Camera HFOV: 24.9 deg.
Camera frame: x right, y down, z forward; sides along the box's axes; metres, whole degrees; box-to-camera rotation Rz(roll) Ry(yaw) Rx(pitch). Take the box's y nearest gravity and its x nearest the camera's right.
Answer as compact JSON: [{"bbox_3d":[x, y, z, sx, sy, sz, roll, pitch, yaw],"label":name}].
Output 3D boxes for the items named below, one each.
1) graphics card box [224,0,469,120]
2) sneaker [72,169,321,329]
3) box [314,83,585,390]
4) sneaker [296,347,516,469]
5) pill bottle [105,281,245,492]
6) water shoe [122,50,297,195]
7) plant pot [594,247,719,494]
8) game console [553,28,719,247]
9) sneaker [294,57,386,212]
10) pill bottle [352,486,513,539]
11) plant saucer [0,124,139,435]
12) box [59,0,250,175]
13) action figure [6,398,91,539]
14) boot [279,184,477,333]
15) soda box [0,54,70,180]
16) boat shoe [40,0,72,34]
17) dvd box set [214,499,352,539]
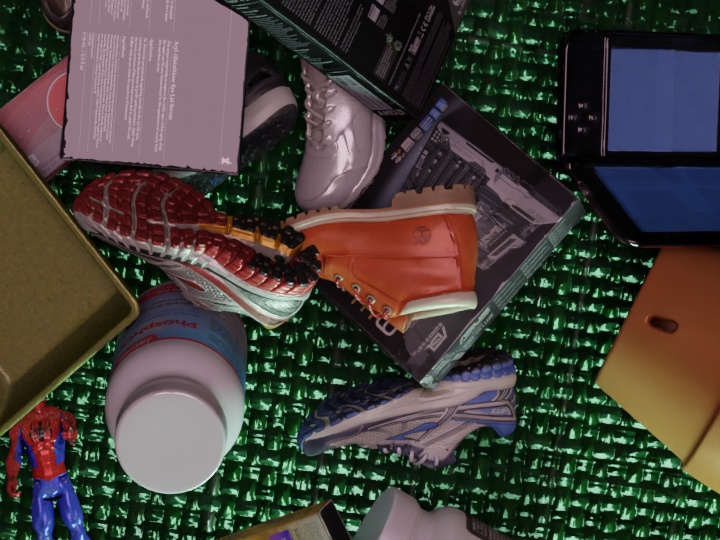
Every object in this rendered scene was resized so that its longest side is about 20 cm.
[{"bbox_3d":[-0.011,-0.219,1.260,0.199,0.051,0.127,32,73,-33],"label":"graphics card box"},{"bbox_3d":[-0.134,-0.010,1.270,0.198,0.078,0.083,25,133,-2],"label":"sneaker"},{"bbox_3d":[0.064,-0.028,1.356,0.158,0.050,0.200,42,91,20],"label":"box"},{"bbox_3d":[0.045,0.135,1.390,0.197,0.077,0.086,-16,101,-3],"label":"sneaker"},{"bbox_3d":[-0.145,0.092,1.287,0.107,0.200,0.110,-1,110,-3],"label":"pill bottle"},{"bbox_3d":[-0.147,-0.106,1.361,0.199,0.072,0.079,-31,70,-1],"label":"water shoe"},{"bbox_3d":[0.286,0.064,1.357,0.139,0.200,0.202,28,92,9],"label":"plant pot"},{"bbox_3d":[0.272,-0.111,1.340,0.197,0.118,0.175,-1,96,-24],"label":"game console"},{"bbox_3d":[-0.022,-0.146,1.338,0.099,0.077,0.202,23,84,-45],"label":"sneaker"},{"bbox_3d":[0.090,0.272,1.386,0.199,0.116,0.117,30,92,-7],"label":"pill bottle"},{"bbox_3d":[-0.290,0.001,1.321,0.199,0.048,0.201,-38,92,27],"label":"plant saucer"},{"bbox_3d":[-0.155,-0.180,1.273,0.139,0.079,0.203,5,93,-2],"label":"box"},{"bbox_3d":[-0.257,0.192,1.357,0.064,0.099,0.203,-10,94,-5],"label":"action figure"},{"bbox_3d":[0.000,0.000,1.305,0.197,0.075,0.109,-9,85,16],"label":"boot"},{"bbox_3d":[-0.205,-0.160,1.341,0.199,0.063,0.070,-38,96,-2],"label":"soda box"},{"bbox_3d":[-0.236,-0.296,1.324,0.072,0.065,0.203,-4,95,-3],"label":"boat shoe"},{"bbox_3d":[-0.076,0.287,1.362,0.198,0.029,0.148,-24,97,29],"label":"dvd box set"}]
